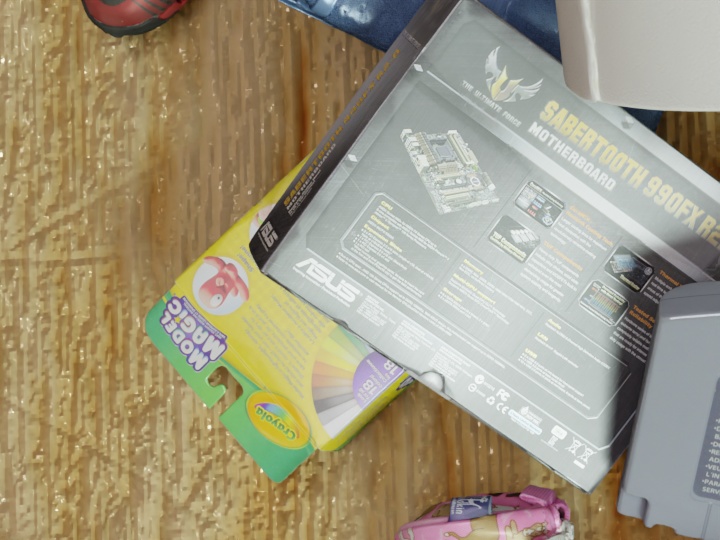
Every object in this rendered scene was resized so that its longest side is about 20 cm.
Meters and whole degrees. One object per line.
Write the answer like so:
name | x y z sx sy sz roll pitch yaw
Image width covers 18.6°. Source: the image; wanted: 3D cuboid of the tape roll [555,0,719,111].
tape roll | 0.178 -0.157 0.932 0.202 0.203 0.140 -5 107 13

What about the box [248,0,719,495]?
box | 0.073 -0.014 1.026 0.200 0.048 0.159 34 97 -16

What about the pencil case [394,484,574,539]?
pencil case | 0.075 0.204 1.039 0.083 0.087 0.200 -9 81 -19

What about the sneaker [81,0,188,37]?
sneaker | -0.089 -0.212 1.111 0.071 0.098 0.201 32 93 12

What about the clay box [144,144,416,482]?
clay box | 0.000 0.000 1.093 0.200 0.048 0.115 -43 78 6

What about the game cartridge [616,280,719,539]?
game cartridge | 0.225 0.074 0.998 0.199 0.041 0.133 12 123 7

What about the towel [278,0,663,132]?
towel | 0.065 -0.139 1.043 0.200 0.049 0.112 24 98 -17
